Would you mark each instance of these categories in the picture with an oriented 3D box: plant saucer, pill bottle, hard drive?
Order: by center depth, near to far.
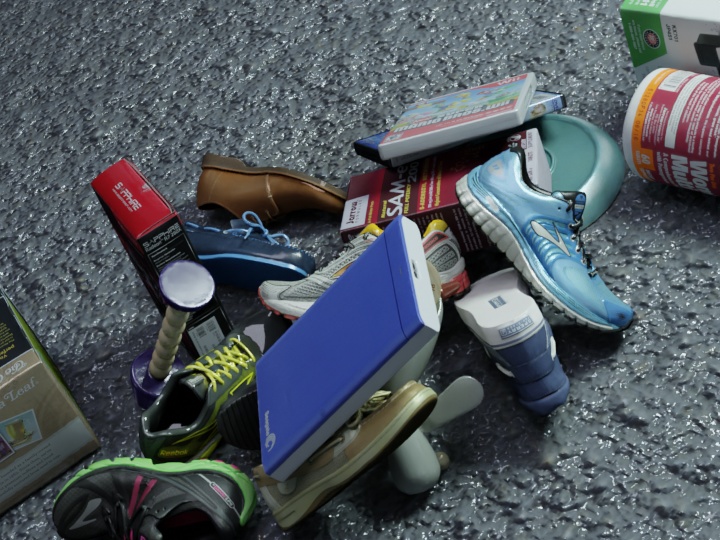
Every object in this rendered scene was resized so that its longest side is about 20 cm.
[{"bbox_3d":[-0.016,0.064,1.132,0.200,0.025,0.133,-46,32,27],"label":"hard drive"},{"bbox_3d":[0.354,-0.120,1.281,0.199,0.110,0.110,19,56,39],"label":"pill bottle"},{"bbox_3d":[0.171,-0.099,1.414,0.198,0.028,0.201,-14,41,12],"label":"plant saucer"}]

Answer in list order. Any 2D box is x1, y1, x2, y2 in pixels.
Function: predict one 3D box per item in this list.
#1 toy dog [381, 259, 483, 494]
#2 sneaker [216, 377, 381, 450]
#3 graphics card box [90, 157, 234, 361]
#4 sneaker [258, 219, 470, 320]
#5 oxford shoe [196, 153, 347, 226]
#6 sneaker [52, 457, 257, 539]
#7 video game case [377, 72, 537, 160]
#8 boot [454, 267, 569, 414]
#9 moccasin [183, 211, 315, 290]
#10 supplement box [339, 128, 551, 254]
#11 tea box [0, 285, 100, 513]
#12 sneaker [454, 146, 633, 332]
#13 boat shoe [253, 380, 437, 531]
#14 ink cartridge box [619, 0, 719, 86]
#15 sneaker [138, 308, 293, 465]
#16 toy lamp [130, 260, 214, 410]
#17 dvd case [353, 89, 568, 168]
[{"bbox_3d":[0.054,0.082,1.198,0.095,0.202,0.132,-6,16,-30],"label":"toy dog"},{"bbox_3d":[-0.048,0.099,1.282,0.198,0.075,0.089,-23,32,-15],"label":"sneaker"},{"bbox_3d":[-0.187,0.001,1.352,0.051,0.201,0.125,-34,42,-13],"label":"graphics card box"},{"bbox_3d":[0.000,0.000,1.293,0.198,0.083,0.078,-12,4,6],"label":"sneaker"},{"bbox_3d":[-0.095,-0.077,1.509,0.198,0.071,0.072,9,80,32],"label":"oxford shoe"},{"bbox_3d":[-0.191,0.216,1.219,0.198,0.077,0.084,-9,38,19],"label":"sneaker"},{"bbox_3d":[0.102,-0.158,1.392,0.142,0.018,0.200,-13,15,15],"label":"video game case"},{"bbox_3d":[0.136,0.062,1.232,0.072,0.091,0.200,-25,11,6],"label":"boot"},{"bbox_3d":[-0.129,-0.027,1.441,0.198,0.081,0.069,9,62,32],"label":"moccasin"},{"bbox_3d":[0.085,-0.066,1.344,0.198,0.061,0.109,-14,32,15],"label":"supplement box"},{"bbox_3d":[-0.398,0.137,1.362,0.199,0.134,0.197,-33,40,-9],"label":"tea box"},{"bbox_3d":[0.176,-0.028,1.224,0.090,0.200,0.078,-43,-6,10],"label":"sneaker"},{"bbox_3d":[-0.017,0.144,1.145,0.201,0.063,0.073,-44,-11,37],"label":"boat shoe"},{"bbox_3d":[0.369,-0.211,1.342,0.199,0.147,0.083,17,55,39],"label":"ink cartridge box"},{"bbox_3d":[-0.131,0.109,1.286,0.074,0.085,0.200,32,68,19],"label":"sneaker"},{"bbox_3d":[-0.180,0.069,1.292,0.058,0.201,0.059,10,53,-14],"label":"toy lamp"},{"bbox_3d":[0.101,-0.152,1.444,0.198,0.018,0.143,-20,14,-11],"label":"dvd case"}]
